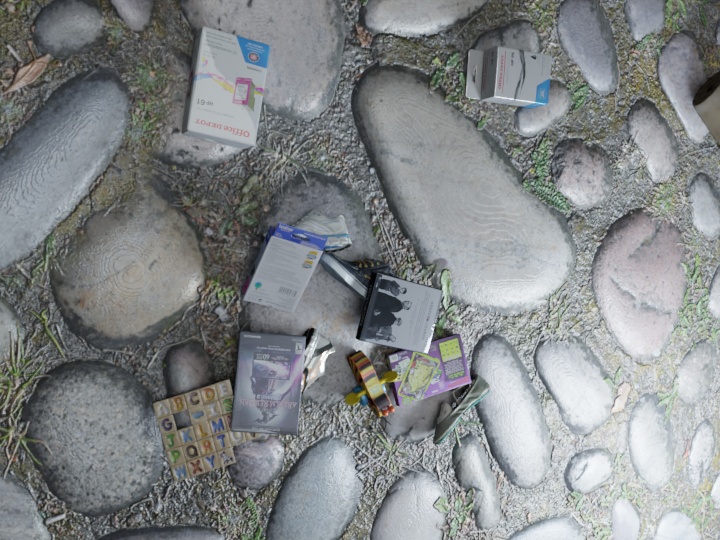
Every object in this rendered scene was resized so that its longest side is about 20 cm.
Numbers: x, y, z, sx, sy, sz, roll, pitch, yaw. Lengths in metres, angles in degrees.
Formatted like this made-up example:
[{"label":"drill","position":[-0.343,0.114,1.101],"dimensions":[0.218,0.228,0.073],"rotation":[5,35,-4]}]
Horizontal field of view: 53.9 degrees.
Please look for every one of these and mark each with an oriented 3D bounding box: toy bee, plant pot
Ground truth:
[{"label":"toy bee","position":[0.040,0.278,1.592],"dimensions":[0.131,0.108,0.201],"rotation":[-47,110,-14]},{"label":"plant pot","position":[0.999,-0.439,1.903],"dimensions":[0.172,0.200,0.202],"rotation":[36,81,-4]}]

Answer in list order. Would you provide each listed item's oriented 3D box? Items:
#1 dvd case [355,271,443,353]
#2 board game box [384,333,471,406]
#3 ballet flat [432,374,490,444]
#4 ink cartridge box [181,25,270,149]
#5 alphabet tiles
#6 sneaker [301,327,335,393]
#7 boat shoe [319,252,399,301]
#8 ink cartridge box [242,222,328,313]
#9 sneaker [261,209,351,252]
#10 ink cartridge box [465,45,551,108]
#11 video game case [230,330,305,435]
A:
[{"label":"dvd case","position":[0.091,0.098,1.591],"dimensions":[0.196,0.025,0.154],"rotation":[15,92,-34]},{"label":"board game box","position":[0.161,0.233,1.671],"dimensions":[0.195,0.032,0.123],"rotation":[-13,86,-21]},{"label":"ballet flat","position":[0.230,0.331,1.712],"dimensions":[0.199,0.068,0.064],"rotation":[-42,82,-15]},{"label":"ink cartridge box","position":[-0.268,-0.358,1.409],"dimensions":[0.141,0.084,0.206],"rotation":[8,93,-24]},{"label":"alphabet tiles","position":[-0.311,0.326,1.463],"dimensions":[0.195,0.008,0.172],"rotation":[-16,93,-7]},{"label":"sneaker","position":[-0.121,0.231,1.537],"dimensions":[0.079,0.073,0.203],"rotation":[32,83,-24]},{"label":"boat shoe","position":[0.000,0.000,1.572],"dimensions":[0.199,0.070,0.092],"rotation":[40,79,-28]},{"label":"ink cartridge box","position":[-0.157,-0.011,1.465],"dimensions":[0.117,0.042,0.202],"rotation":[15,122,-23]},{"label":"sneaker","position":[-0.119,-0.086,1.518],"dimensions":[0.195,0.075,0.089],"rotation":[-2,75,-21]},{"label":"ink cartridge box","position":[0.351,-0.457,1.673],"dimensions":[0.195,0.066,0.119],"rotation":[1,96,-23]},{"label":"video game case","position":[-0.191,0.233,1.470],"dimensions":[0.139,0.019,0.206],"rotation":[6,83,-11]}]
